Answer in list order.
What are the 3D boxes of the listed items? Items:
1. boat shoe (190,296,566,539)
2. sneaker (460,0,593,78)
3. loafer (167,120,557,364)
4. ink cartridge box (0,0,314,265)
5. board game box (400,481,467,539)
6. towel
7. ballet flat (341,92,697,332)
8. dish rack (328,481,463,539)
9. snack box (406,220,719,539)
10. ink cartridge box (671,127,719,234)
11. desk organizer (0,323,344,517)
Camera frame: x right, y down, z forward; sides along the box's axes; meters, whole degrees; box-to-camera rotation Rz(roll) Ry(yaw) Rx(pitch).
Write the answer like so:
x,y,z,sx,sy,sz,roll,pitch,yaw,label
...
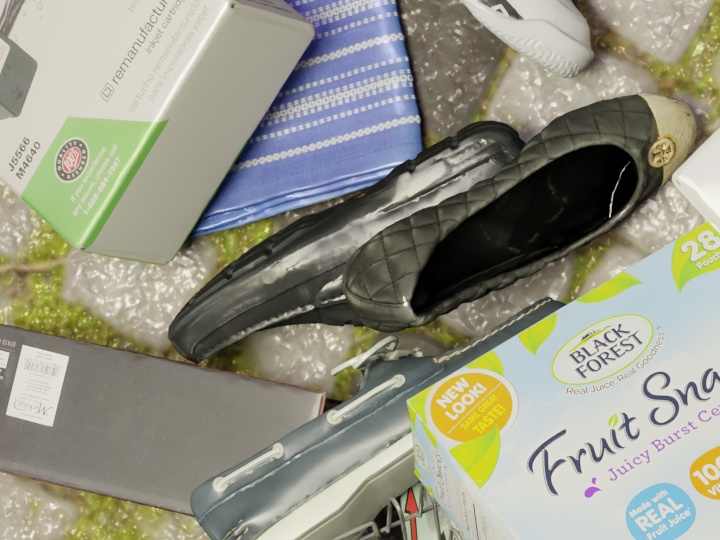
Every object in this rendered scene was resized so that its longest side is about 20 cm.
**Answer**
x,y,z,sx,sy,sz,roll,pitch,yaw,label
0.014,0.069,1.313,0.200,0.075,0.062,-38,69,-4,boat shoe
0.072,-0.195,1.375,0.115,0.075,0.200,-40,74,11,sneaker
0.000,0.000,1.384,0.200,0.068,0.070,-28,97,11,loafer
-0.144,-0.120,1.420,0.200,0.084,0.146,40,105,28,ink cartridge box
0.090,0.157,1.299,0.134,0.029,0.200,-8,56,5,board game box
-0.052,-0.126,1.441,0.145,0.024,0.200,-14,80,17,towel
0.081,-0.022,1.322,0.200,0.067,0.057,-30,32,-22,ballet flat
0.075,0.138,1.256,0.200,0.055,0.153,-24,55,-15,dish rack
0.143,0.097,1.209,0.169,0.068,0.200,-31,57,-16,snack box
0.250,-0.029,1.227,0.147,0.200,0.145,-46,74,10,ink cartridge box
-0.102,0.078,1.409,0.200,0.077,0.072,11,88,21,desk organizer
